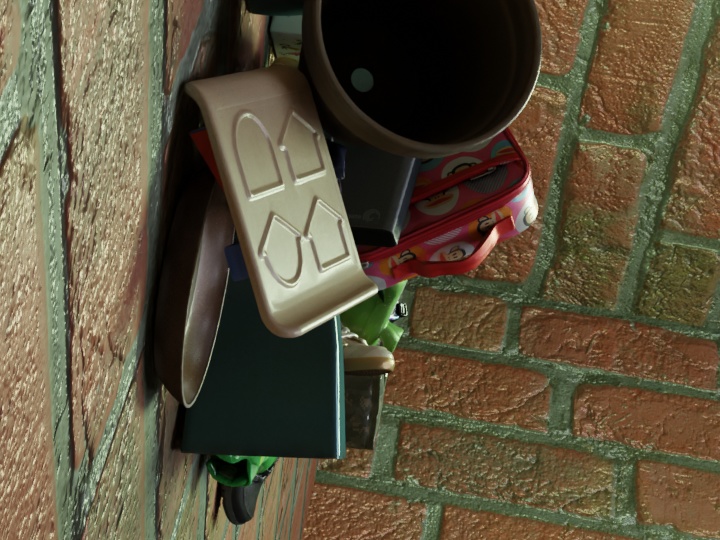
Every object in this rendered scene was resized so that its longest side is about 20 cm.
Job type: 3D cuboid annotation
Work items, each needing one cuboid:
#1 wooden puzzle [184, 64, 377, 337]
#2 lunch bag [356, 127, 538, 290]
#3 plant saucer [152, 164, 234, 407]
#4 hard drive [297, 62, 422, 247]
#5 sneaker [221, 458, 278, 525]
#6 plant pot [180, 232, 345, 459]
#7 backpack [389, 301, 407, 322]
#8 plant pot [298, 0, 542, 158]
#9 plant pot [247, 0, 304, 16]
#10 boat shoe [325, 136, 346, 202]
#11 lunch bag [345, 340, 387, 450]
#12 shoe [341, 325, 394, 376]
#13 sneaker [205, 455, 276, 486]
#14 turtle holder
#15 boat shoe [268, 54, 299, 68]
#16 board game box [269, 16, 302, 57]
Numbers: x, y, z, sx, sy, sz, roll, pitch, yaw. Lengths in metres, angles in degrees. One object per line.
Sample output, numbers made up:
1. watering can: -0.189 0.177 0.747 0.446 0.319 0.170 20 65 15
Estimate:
1. wooden puzzle: -0.067 -0.055 1.333 0.185 0.046 0.201 -27 97 -66
2. lunch bag: 0.058 -0.066 1.591 0.082 0.199 0.177 69 -4 -52
3. plant saucer: -0.131 0.007 1.363 0.200 0.032 0.201 9 90 -88
4. hard drive: -0.010 -0.114 1.571 0.033 0.139 0.201 69 32 -54
5. sneaker: -0.110 0.198 1.964 0.073 0.081 0.201 -77 177 -76
6. plant pot: -0.082 0.070 1.587 0.141 0.140 0.201 73 19 -85
7. backpack: -0.047 0.008 1.991 0.200 0.134 0.184 -35 128 -51
8. plant pot: 0.029 -0.180 1.460 0.173 0.199 0.201 154 -52 -69
9. plant pot: -0.016 -0.317 1.535 0.200 0.134 0.201 10 90 -88
10. boat shoe: -0.062 -0.097 1.501 0.200 0.092 0.075 -102 -166 -64
11. lunch bag: -0.050 0.126 2.087 0.200 0.163 0.118 -74 171 -70
12. shoe: -0.055 0.073 1.711 0.070 0.199 0.054 8 86 -58
13. sneaker: -0.129 0.180 1.774 0.084 0.074 0.200 -62 170 -14
14. turtle holder: -0.003 0.008 1.771 0.186 0.131 0.141 -59 174 -66
15. boat shoe: -0.075 -0.105 1.663 0.063 0.073 0.202 -10 105 -50
16. board game box: -0.045 -0.287 1.794 0.200 0.064 0.148 71 29 -83
